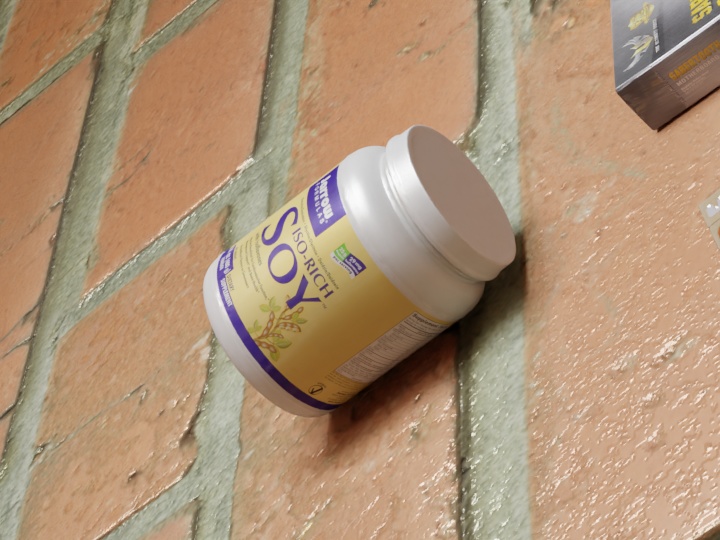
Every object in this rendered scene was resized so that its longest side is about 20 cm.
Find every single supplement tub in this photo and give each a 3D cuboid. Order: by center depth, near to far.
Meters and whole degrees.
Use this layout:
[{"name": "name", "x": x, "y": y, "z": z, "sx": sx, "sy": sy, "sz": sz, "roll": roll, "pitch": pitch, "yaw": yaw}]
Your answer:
[{"name": "supplement tub", "x": 0.000, "y": 0.000, "z": 1.905, "sx": 0.200, "sy": 0.145, "sz": 0.146, "roll": -37, "pitch": 25, "yaw": 23}]

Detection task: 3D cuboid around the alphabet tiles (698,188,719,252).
[{"name": "alphabet tiles", "x": 0.296, "y": -0.064, "z": 1.674, "sx": 0.167, "sy": 0.008, "sz": 0.200, "roll": -41, "pitch": 24, "yaw": 15}]

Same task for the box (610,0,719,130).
[{"name": "box", "x": 0.260, "y": -0.212, "z": 1.921, "sx": 0.158, "sy": 0.048, "sz": 0.200, "roll": -35, "pitch": 25, "yaw": 25}]
